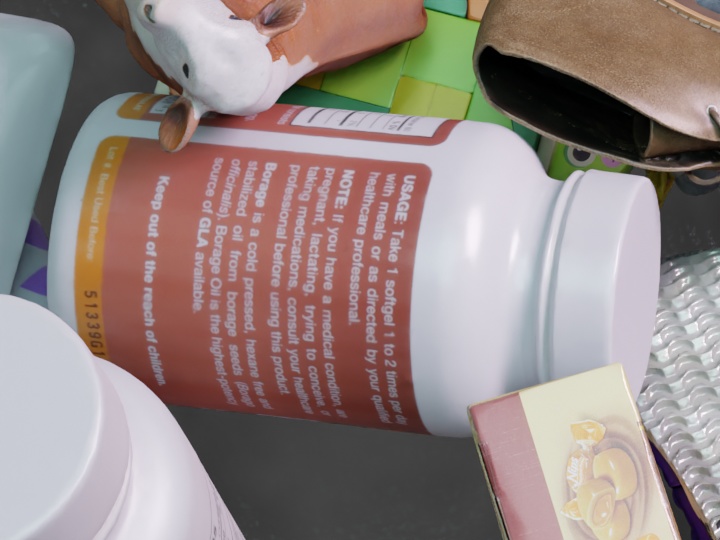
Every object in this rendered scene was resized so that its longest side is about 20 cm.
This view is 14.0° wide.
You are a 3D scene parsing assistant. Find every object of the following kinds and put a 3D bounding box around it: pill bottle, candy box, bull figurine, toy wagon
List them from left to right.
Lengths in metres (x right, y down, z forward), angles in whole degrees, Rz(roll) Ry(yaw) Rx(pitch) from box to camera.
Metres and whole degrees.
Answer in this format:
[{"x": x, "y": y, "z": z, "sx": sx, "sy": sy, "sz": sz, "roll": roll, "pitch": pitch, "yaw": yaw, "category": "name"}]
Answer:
[{"x": -0.102, "y": 0.090, "z": 0.950, "sx": 0.114, "sy": 0.200, "sz": 0.114, "roll": -4, "pitch": 63, "yaw": 9, "category": "pill bottle"}, {"x": -0.048, "y": -0.103, "z": 1.032, "sx": 0.121, "sy": 0.200, "sz": 0.065, "roll": 43, "pitch": 113, "yaw": 14, "category": "bull figurine"}, {"x": 0.000, "y": 0.000, "z": 1.033, "sx": 0.200, "sy": 0.112, "sz": 0.112, "roll": 6, "pitch": 76, "yaw": 16, "category": "pill bottle"}, {"x": 0.026, "y": -0.070, "z": 1.125, "sx": 0.200, "sy": 0.040, "sz": 0.155, "roll": 15, "pitch": 77, "yaw": 10, "category": "toy wagon"}, {"x": 0.084, "y": 0.111, "z": 0.987, "sx": 0.055, "sy": 0.200, "sz": 0.116, "roll": -17, "pitch": 74, "yaw": 2, "category": "candy box"}]

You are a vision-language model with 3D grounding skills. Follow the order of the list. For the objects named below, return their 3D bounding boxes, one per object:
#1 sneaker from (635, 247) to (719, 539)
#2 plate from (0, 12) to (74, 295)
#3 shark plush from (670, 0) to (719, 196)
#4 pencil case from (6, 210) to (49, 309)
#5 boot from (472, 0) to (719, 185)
[{"x": 0.142, "y": 0.082, "z": 1.053, "sx": 0.070, "sy": 0.100, "sz": 0.200, "roll": -19, "pitch": 43, "yaw": 0, "category": "sneaker"}, {"x": -0.221, "y": -0.017, "z": 1.057, "sx": 0.200, "sy": 0.032, "sz": 0.200, "roll": 11, "pitch": 76, "yaw": 9, "category": "plate"}, {"x": 0.190, "y": -0.096, "z": 1.060, "sx": 0.200, "sy": 0.091, "sz": 0.083, "roll": -20, "pitch": 86, "yaw": 23, "category": "shark plush"}, {"x": -0.162, "y": 0.000, "z": 1.107, "sx": 0.085, "sy": 0.084, "sz": 0.200, "roll": -41, "pitch": 68, "yaw": 35, "category": "pencil case"}, {"x": 0.132, "y": -0.048, "z": 1.023, "sx": 0.200, "sy": 0.074, "sz": 0.075, "roll": 22, "pitch": 39, "yaw": 7, "category": "boot"}]
